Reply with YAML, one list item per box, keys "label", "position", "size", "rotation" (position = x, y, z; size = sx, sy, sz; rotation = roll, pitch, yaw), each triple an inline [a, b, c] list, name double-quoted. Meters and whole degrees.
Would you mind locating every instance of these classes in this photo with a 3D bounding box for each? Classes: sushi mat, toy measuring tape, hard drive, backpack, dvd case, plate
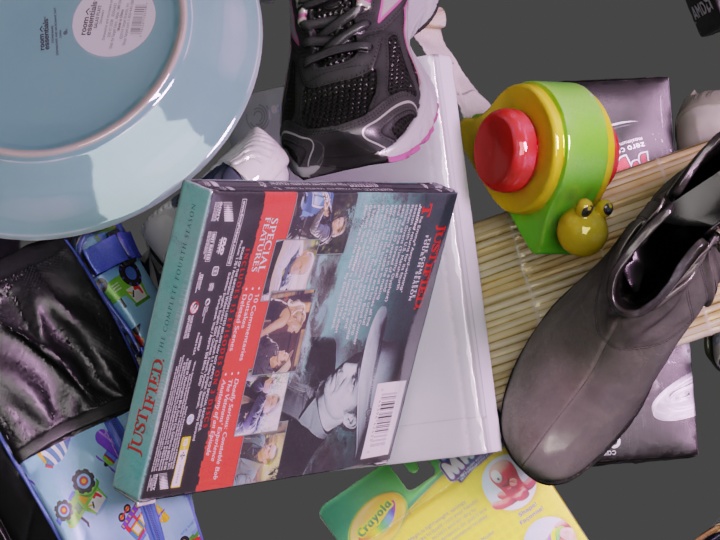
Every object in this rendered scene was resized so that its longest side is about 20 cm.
- label: "sushi mat"
  position: [0.125, 0.001, 1.254]
  size: [0.199, 0.012, 0.096]
  rotation: [-20, 84, 9]
- label: "toy measuring tape"
  position: [0.079, -0.087, 1.250]
  size: [0.073, 0.074, 0.200]
  rotation: [-20, 52, -10]
- label: "hard drive"
  position: [0.000, 0.000, 1.263]
  size: [0.132, 0.026, 0.201]
  rotation: [-9, 87, 33]
- label: "backpack"
  position: [-0.138, 0.095, 1.192]
  size: [0.134, 0.183, 0.200]
  rotation: [-30, 87, -22]
- label: "dvd case"
  position: [-0.031, 0.029, 1.148]
  size: [0.022, 0.200, 0.146]
  rotation: [21, 104, 33]
- label: "plate"
  position: [-0.146, -0.108, 1.171]
  size: [0.199, 0.026, 0.201]
  rotation: [-4, 63, 9]

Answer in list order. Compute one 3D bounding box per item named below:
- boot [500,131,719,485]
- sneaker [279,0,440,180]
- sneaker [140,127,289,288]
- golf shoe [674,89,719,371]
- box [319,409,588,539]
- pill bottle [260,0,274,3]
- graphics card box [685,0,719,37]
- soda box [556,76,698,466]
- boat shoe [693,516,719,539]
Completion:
- label: "boot"
  position: [0.127, 0.015, 1.179]
  size: [0.068, 0.131, 0.200]
  rotation: [37, 94, 10]
- label: "sneaker"
  position: [-0.011, -0.125, 1.196]
  size: [0.080, 0.200, 0.087]
  rotation: [-14, 126, 12]
- label: "sneaker"
  position: [-0.049, 0.017, 1.203]
  size: [0.130, 0.199, 0.079]
  rotation: [47, 57, 1]
- label: "golf shoe"
  position: [0.208, 0.005, 1.273]
  size: [0.097, 0.078, 0.200]
  rotation: [-40, 110, -47]
- label: "box"
  position: [0.073, 0.178, 1.290]
  size: [0.117, 0.048, 0.200]
  rotation: [-33, 94, -10]
- label: "pill bottle"
  position: [-0.126, -0.122, 1.249]
  size: [0.200, 0.109, 0.109]
  rotation: [-40, 93, -9]
- label: "graphics card box"
  position: [0.208, -0.242, 1.342]
  size: [0.125, 0.051, 0.201]
  rotation: [-21, 90, -11]
- label: "soda box"
  position: [0.133, 0.002, 1.300]
  size: [0.063, 0.071, 0.201]
  rotation: [-4, 86, -8]
- label: "boat shoe"
  position: [0.204, 0.160, 1.264]
  size: [0.200, 0.091, 0.071]
  rotation: [-26, 89, -31]
